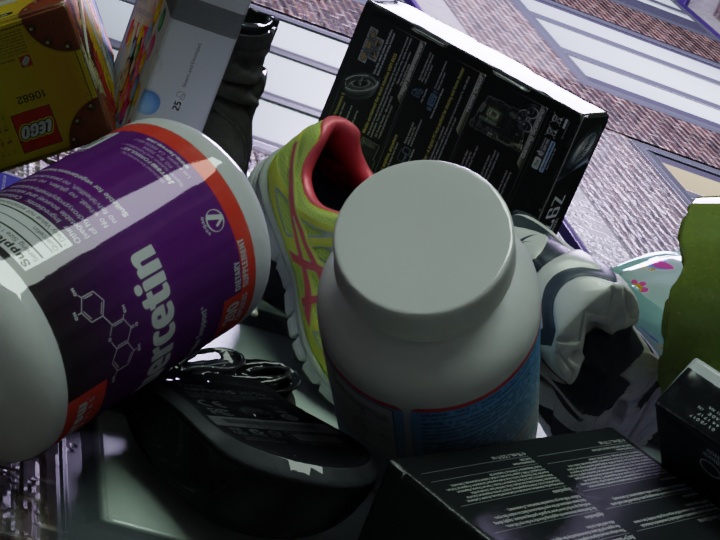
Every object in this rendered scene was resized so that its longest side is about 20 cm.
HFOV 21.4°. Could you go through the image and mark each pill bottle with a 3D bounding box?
[{"bbox_3d":[0.035,0.034,0.936,0.108,0.109,0.200,30,-24,19],"label":"pill bottle"},{"bbox_3d":[-0.141,0.014,0.879,0.112,0.113,0.200,32,43,25],"label":"pill bottle"}]

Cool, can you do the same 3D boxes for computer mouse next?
[{"bbox_3d":[-0.060,0.088,0.936,0.138,0.053,0.200,10,10,-30],"label":"computer mouse"}]

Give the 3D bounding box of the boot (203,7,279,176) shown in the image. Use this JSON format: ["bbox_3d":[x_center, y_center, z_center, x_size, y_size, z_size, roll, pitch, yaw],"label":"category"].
[{"bbox_3d":[-0.082,-0.102,1.180,0.069,0.133,0.200,17,5,-7],"label":"boot"}]

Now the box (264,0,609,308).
[{"bbox_3d":[0.039,-0.040,1.158,0.160,0.201,0.043,30,19,23],"label":"box"}]

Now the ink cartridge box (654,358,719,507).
[{"bbox_3d":[0.210,0.136,1.012,0.099,0.039,0.201,34,-22,33],"label":"ink cartridge box"}]

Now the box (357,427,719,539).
[{"bbox_3d":[0.107,0.149,0.911,0.141,0.079,0.199,33,20,33],"label":"box"}]

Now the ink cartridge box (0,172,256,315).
[{"bbox_3d":[-0.159,-0.009,1.069,0.199,0.039,0.100,18,19,-13],"label":"ink cartridge box"}]

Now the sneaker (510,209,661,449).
[{"bbox_3d":[0.102,0.033,1.088,0.130,0.079,0.199,47,-6,34],"label":"sneaker"}]

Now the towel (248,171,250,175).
[{"bbox_3d":[-0.062,-0.035,1.306,0.199,0.024,0.147,15,21,-24],"label":"towel"}]

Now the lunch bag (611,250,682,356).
[{"bbox_3d":[0.260,0.065,1.263,0.199,0.123,0.170,11,22,-47],"label":"lunch bag"}]

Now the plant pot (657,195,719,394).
[{"bbox_3d":[0.263,0.031,1.025,0.188,0.202,0.200,9,14,16],"label":"plant pot"}]

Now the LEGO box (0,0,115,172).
[{"bbox_3d":[-0.237,-0.098,1.020,0.199,0.078,0.149,-17,24,0],"label":"LEGO box"}]

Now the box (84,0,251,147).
[{"bbox_3d":[-0.102,-0.116,1.028,0.041,0.201,0.156,16,20,-15],"label":"box"}]

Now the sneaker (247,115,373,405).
[{"bbox_3d":[0.000,0.000,1.092,0.078,0.090,0.201,-12,67,-40],"label":"sneaker"}]
